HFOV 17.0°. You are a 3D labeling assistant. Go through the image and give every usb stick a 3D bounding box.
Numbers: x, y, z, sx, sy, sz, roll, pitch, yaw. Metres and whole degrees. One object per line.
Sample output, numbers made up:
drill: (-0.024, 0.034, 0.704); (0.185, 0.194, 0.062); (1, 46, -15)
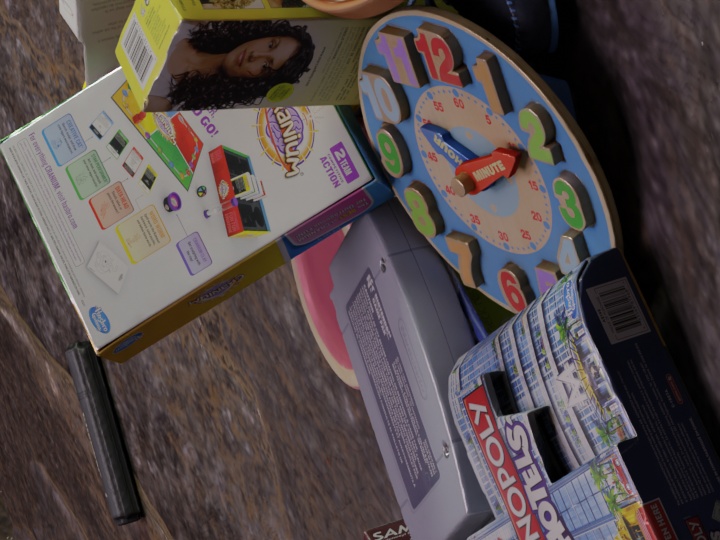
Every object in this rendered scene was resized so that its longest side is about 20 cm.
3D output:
usb stick: (-0.274, 0.172, 2.562); (0.055, 0.032, 0.201); (155, 99, -70)

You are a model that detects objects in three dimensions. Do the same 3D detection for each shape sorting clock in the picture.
shape sorting clock: (0.066, -0.054, 1.316); (0.200, 0.039, 0.201); (39, 147, 32)

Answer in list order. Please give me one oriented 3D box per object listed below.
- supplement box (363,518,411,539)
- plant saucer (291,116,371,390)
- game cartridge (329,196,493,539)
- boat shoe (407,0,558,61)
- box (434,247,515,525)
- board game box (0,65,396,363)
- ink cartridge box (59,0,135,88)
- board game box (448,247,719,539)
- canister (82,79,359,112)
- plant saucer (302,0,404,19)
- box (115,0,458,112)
supplement box: (0.065, 0.271, 1.620); (0.200, 0.060, 0.109); (-125, 27, -43)
plant saucer: (0.000, 0.000, 1.617); (0.200, 0.050, 0.202); (165, 90, -72)
game cartridge: (0.035, 0.064, 1.441); (0.133, 0.041, 0.201); (114, 139, -66)
boat shoe: (0.043, -0.172, 1.331); (0.200, 0.068, 0.085); (-127, 28, -48)
box: (0.073, 0.082, 1.473); (0.201, 0.047, 0.122); (102, 146, -52)
board game box: (-0.099, -0.061, 1.439); (0.154, 0.199, 0.040); (63, -169, 18)
ink cartridge box: (-0.089, -0.176, 1.501); (0.044, 0.199, 0.174); (-126, 28, -44)
board game box: (0.109, 0.120, 1.294); (0.200, 0.061, 0.201); (-42, 69, 55)
canister: (-0.094, -0.123, 1.646); (0.200, 0.148, 0.087); (1, 106, 68)
plant saucer: (0.022, -0.230, 1.282); (0.200, 0.032, 0.202); (-28, 54, 47)
box: (-0.033, -0.133, 1.359); (0.050, 0.199, 0.075); (62, 142, 31)
